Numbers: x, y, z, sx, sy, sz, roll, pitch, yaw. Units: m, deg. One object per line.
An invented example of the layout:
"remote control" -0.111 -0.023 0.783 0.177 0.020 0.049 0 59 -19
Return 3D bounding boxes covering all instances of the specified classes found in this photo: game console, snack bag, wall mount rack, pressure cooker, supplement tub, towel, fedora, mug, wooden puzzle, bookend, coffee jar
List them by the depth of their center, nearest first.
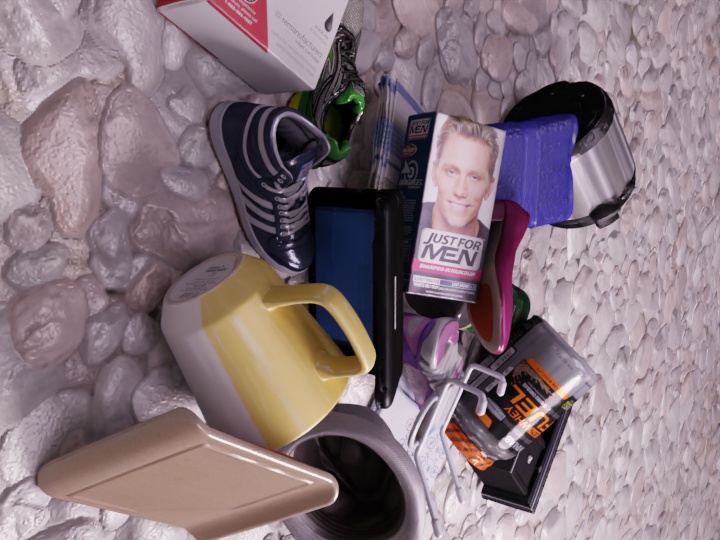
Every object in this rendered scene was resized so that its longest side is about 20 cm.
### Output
"wooden puzzle" -0.146 0.183 0.654 0.200 0.185 0.037 41 34 -42
"mug" -0.093 0.059 0.697 0.186 0.150 0.153 -27 113 3
"game console" -0.015 0.019 0.753 0.176 0.116 0.201 -48 138 -77
"fedora" -0.010 0.231 0.840 0.200 0.176 0.090 66 20 -17
"wall mount rack" 0.108 0.203 0.873 0.200 0.074 0.174 -5 117 -68
"towel" 0.046 -0.117 0.894 0.147 0.024 0.201 23 72 -63
"towel" 0.194 -0.122 0.960 0.199 0.050 0.148 -13 112 -28
"coffee jar" 0.145 0.037 0.986 0.200 0.104 0.086 18 97 -56
"supplement tub" 0.207 0.167 0.998 0.200 0.123 0.122 -45 135 8
"snack bag" 0.083 0.194 1.020 0.189 0.021 0.200 47 61 -41
"pressure cooker" 0.322 -0.161 1.120 0.200 0.178 0.176 49 57 -40
"bookend" 0.230 0.227 1.129 0.199 0.092 0.200 -60 136 -28

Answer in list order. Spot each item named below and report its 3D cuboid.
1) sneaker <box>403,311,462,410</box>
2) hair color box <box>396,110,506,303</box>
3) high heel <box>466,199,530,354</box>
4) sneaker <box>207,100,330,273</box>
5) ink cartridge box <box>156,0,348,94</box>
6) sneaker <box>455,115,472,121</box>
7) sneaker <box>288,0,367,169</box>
"sneaker" 0.076 0.115 0.937 0.081 0.088 0.200 -58 154 -30
"hair color box" 0.094 -0.070 0.839 0.100 0.060 0.201 8 91 -29
"high heel" 0.177 0.004 0.874 0.096 0.067 0.201 9 68 -26
"sneaker" -0.071 -0.075 0.735 0.070 0.108 0.200 -45 127 -34
"ink cartridge box" -0.082 -0.295 0.708 0.147 0.083 0.201 31 73 -46
"sneaker" 0.155 -0.125 1.018 0.090 0.075 0.201 -36 130 -37
"sneaker" -0.022 -0.204 0.791 0.078 0.085 0.201 12 86 -49
